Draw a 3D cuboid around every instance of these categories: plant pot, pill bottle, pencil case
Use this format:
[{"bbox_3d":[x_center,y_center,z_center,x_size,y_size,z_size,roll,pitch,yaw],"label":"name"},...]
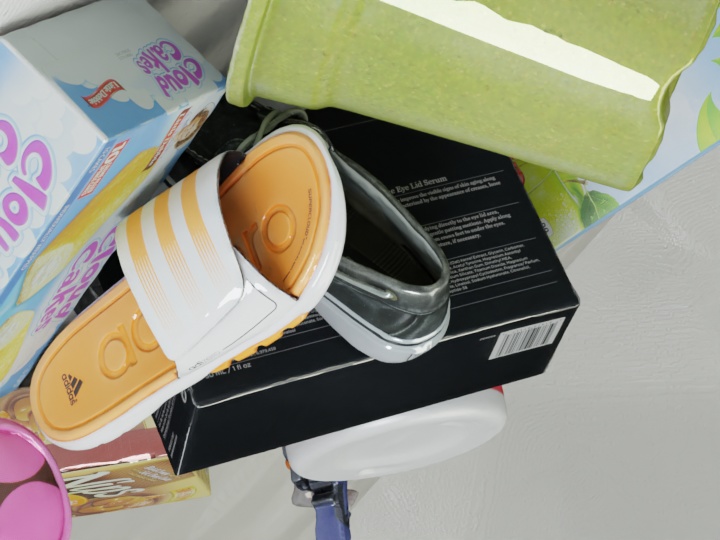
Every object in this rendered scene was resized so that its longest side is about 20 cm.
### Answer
[{"bbox_3d":[0.064,-0.130,1.204,0.200,0.183,0.202,23,90,-88],"label":"plant pot"},{"bbox_3d":[0.000,0.000,1.456,0.119,0.202,0.120,-11,164,-3],"label":"pill bottle"},{"bbox_3d":[-0.213,0.135,1.322,0.091,0.094,0.200,-37,-173,-32],"label":"pencil case"}]

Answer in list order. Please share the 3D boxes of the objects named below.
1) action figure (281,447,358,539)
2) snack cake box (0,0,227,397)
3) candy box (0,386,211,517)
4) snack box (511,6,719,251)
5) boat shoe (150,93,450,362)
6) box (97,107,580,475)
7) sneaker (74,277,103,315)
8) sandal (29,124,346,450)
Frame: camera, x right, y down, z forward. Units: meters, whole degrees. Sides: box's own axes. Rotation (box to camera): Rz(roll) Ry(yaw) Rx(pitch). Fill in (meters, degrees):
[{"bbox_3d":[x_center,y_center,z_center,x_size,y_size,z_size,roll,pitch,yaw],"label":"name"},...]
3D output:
[{"bbox_3d":[-0.054,0.080,1.554,0.104,0.201,0.194,-10,153,8],"label":"action figure"},{"bbox_3d":[-0.155,-0.020,1.205,0.200,0.067,0.115,-52,169,28],"label":"snack cake box"},{"bbox_3d":[-0.154,0.104,1.595,0.114,0.056,0.200,-10,168,0],"label":"candy box"},{"bbox_3d":[0.108,-0.134,1.405,0.168,0.201,0.068,-33,178,19],"label":"snack box"},{"bbox_3d":[-0.034,-0.043,1.256,0.072,0.199,0.071,-48,169,-33],"label":"boat shoe"},{"bbox_3d":[-0.016,-0.001,1.323,0.199,0.142,0.079,-14,155,-20],"label":"box"},{"bbox_3d":[-0.101,-0.026,1.462,0.081,0.074,0.200,-54,-179,-30],"label":"sneaker"},{"bbox_3d":[-0.089,0.015,1.210,0.206,0.080,0.059,-41,151,27],"label":"sandal"}]
